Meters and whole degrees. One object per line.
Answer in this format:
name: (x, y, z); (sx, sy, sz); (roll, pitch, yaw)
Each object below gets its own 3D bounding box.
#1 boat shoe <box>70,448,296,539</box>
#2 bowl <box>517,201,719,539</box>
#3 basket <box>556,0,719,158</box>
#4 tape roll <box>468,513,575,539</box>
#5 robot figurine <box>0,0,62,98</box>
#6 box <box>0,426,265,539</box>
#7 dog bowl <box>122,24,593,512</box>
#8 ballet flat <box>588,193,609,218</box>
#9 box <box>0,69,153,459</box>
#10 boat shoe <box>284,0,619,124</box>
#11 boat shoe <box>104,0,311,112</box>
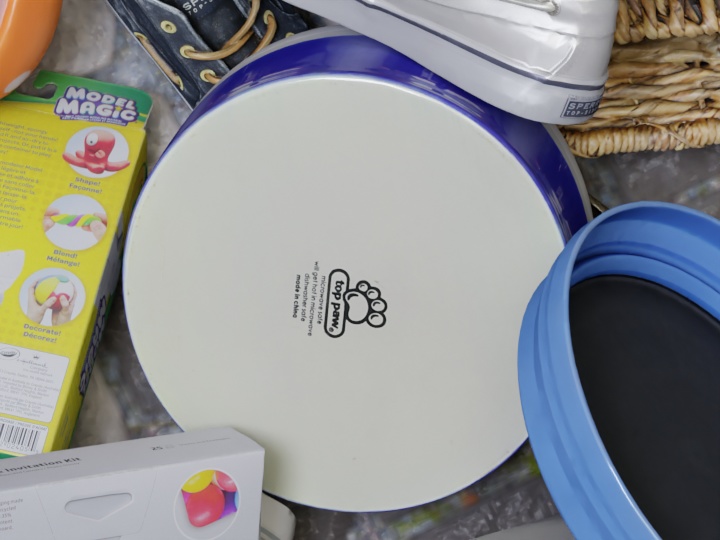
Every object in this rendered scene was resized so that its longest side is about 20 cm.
boat shoe: (-0.130, 0.117, 1.045); (0.198, 0.072, 0.069); (11, 65, 2)
bowl: (0.143, 0.067, 0.935); (0.039, 0.200, 0.201); (-39, 83, 38)
basket: (0.152, -0.148, 1.029); (0.198, 0.143, 0.150); (-2, 65, -2)
tape roll: (0.080, 0.205, 0.969); (0.201, 0.139, 0.205); (1, 92, 28)
robot figurine: (-0.210, -0.131, 1.009); (0.144, 0.199, 0.117); (-57, 47, 26)
box: (-0.117, 0.175, 0.976); (0.155, 0.041, 0.202); (-7, 107, -29)
dog bowl: (0.000, 0.000, 1.021); (0.198, 0.079, 0.202); (4, 111, 10)
ballet flat: (0.089, -0.012, 1.065); (0.199, 0.046, 0.068); (35, 81, -5)
box: (-0.167, -0.004, 1.054); (0.116, 0.048, 0.201); (12, 61, 3)
boat shoe: (0.021, -0.130, 0.985); (0.199, 0.072, 0.066); (33, 121, 30)
boat shoe: (-0.059, -0.101, 1.069); (0.200, 0.091, 0.071); (45, 85, 5)
